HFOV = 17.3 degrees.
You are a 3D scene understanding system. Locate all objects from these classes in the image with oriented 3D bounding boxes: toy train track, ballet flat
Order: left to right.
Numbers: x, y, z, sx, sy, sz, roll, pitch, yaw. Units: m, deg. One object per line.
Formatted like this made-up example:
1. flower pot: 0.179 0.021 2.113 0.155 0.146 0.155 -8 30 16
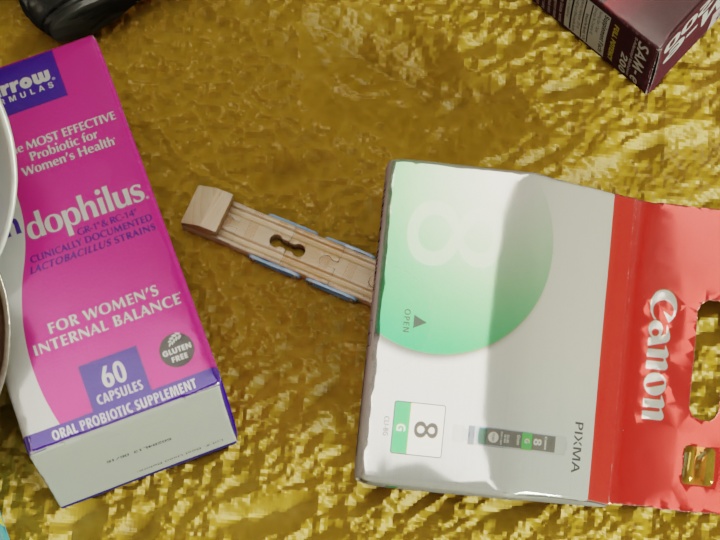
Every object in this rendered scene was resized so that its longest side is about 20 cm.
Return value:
1. ballet flat: -0.096 -0.190 1.283 0.199 0.067 0.057 -27 74 -8
2. toy train track: 0.000 0.000 1.233 0.199 0.033 0.115 22 72 9

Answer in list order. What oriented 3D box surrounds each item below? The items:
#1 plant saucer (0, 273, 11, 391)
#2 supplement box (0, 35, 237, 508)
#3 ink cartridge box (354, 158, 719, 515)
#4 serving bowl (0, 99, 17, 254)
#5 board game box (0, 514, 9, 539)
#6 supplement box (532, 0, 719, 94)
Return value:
1. plant saucer: -0.262 0.029 1.091 0.199 0.201 0.035 -23 29 -7
2. supplement box: -0.144 0.000 1.199 0.101 0.103 0.201 -20 70 -5
3. ink cartridge box: 0.103 0.036 1.187 0.198 0.050 0.162 6 84 0
4. serving bowl: -0.263 -0.051 1.110 0.199 0.201 0.066 -20 29 -6
5. board game box: -0.270 0.097 1.195 0.150 0.047 0.201 -21 71 -6
6. supplement box: 0.118 -0.204 1.289 0.200 0.061 0.109 40 75 13
